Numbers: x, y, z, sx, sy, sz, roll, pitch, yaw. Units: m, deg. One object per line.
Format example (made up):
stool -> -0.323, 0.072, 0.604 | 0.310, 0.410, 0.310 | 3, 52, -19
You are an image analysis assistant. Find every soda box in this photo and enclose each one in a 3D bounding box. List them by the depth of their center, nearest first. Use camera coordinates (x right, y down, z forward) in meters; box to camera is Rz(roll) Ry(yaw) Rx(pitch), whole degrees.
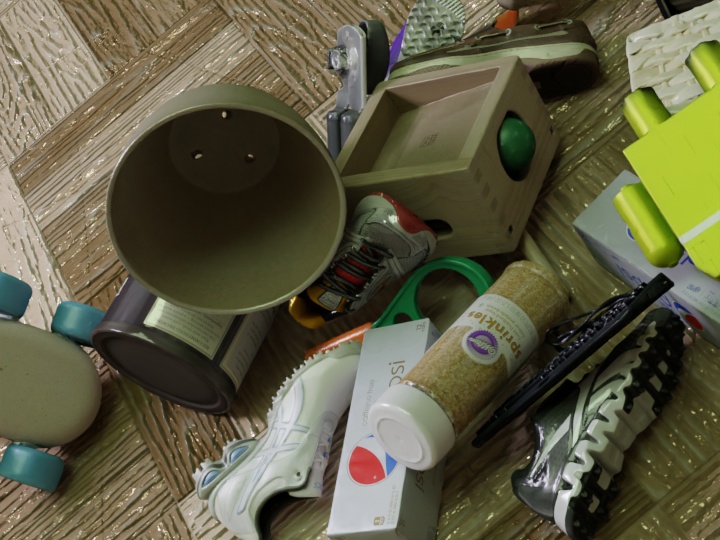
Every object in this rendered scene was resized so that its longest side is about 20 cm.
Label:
soda box -> 0.262, -0.002, 1.182 | 0.068, 0.063, 0.200 | -44, 42, -5
soda box -> 0.030, 0.143, 1.233 | 0.068, 0.064, 0.200 | -11, 49, 29

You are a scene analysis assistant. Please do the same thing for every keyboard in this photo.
keyboard -> 0.158, 0.060, 1.150 | 0.104, 0.040, 0.200 | -29, -13, -49

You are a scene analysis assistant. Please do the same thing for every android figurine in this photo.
android figurine -> 0.282, -0.072, 1.109 | 0.182, 0.041, 0.200 | -37, 64, 15

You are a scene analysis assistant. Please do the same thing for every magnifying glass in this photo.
magnifying glass -> 0.034, 0.048, 1.317 | 0.200, 0.080, 0.022 | -25, 4, 28

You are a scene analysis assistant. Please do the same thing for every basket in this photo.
basket -> 0.326, -0.146, 1.212 | 0.200, 0.123, 0.136 | -20, 45, 23

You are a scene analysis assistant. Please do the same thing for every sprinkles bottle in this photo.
sprinkles bottle -> 0.090, 0.074, 1.198 | 0.068, 0.068, 0.200 | 11, 43, 42

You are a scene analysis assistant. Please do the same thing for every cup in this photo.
cup -> -0.118, -0.083, 1.286 | 0.200, 0.200, 0.143 | -31, 30, 12

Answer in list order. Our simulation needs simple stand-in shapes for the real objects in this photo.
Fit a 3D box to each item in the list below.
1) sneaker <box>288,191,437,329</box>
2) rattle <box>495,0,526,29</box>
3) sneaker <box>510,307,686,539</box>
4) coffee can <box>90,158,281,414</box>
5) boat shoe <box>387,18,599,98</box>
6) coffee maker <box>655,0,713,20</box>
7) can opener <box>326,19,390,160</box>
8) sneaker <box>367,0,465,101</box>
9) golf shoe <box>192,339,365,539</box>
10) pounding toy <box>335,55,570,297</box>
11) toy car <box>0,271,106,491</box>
sneaker -> 0.000, 0.000, 1.297 | 0.082, 0.078, 0.200 | -57, 8, -32
rattle -> 0.192, -0.303, 1.436 | 0.142, 0.200, 0.130 | 0, 42, 7
sneaker -> 0.179, 0.108, 1.149 | 0.090, 0.066, 0.200 | 17, 69, 41
coffee can -> -0.145, 0.014, 1.409 | 0.146, 0.146, 0.200 | 6, 59, 39
boat shoe -> 0.126, -0.202, 1.427 | 0.202, 0.075, 0.075 | -4, 58, 6
coffee maker -> 0.359, -0.328, 1.334 | 0.200, 0.135, 0.192 | -15, 47, 25
can opener -> 0.005, -0.140, 1.432 | 0.067, 0.201, 0.053 | -10, 17, -29
sneaker -> 0.047, -0.188, 1.503 | 0.200, 0.069, 0.100 | -58, 3, 9
golf shoe -> -0.047, 0.154, 1.287 | 0.200, 0.078, 0.097 | -48, 55, 3
pounding toy -> 0.097, -0.075, 1.335 | 0.200, 0.142, 0.184 | -6, 42, 35
toy car -> -0.367, 0.114, 1.517 | 0.200, 0.177, 0.185 | -13, 57, 66
